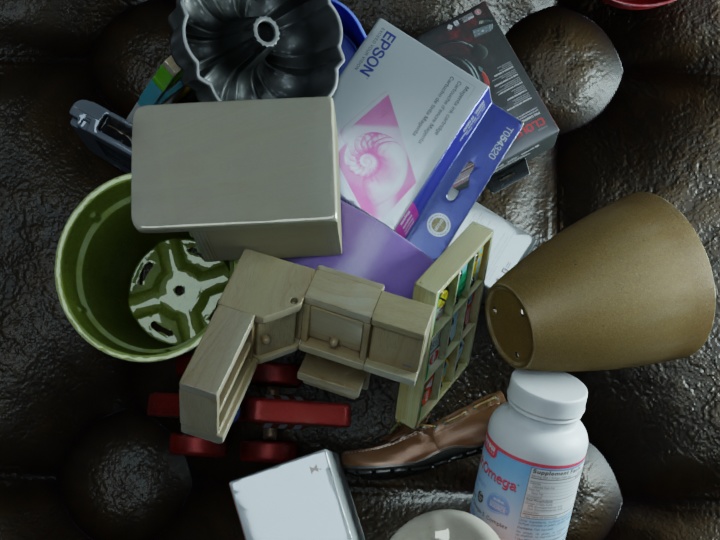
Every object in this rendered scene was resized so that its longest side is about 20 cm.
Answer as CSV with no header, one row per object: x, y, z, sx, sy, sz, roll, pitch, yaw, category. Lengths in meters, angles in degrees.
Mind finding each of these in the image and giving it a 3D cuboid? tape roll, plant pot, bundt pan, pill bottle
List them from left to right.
-0.216,0.010,1.343,0.198,0.184,0.203,-1,80,3,plant pot
-0.118,-0.243,1.277,0.200,0.075,0.205,6,80,-36,bundt pan
0.000,0.000,1.325,0.199,0.200,0.085,32,83,8,tape roll
0.181,0.210,1.288,0.107,0.109,0.202,11,110,5,pill bottle
0.240,0.032,1.281,0.198,0.186,0.188,-17,79,-24,plant pot

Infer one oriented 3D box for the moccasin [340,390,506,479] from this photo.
0.073,0.183,1.355,0.199,0.074,0.079,-18,74,1,moccasin

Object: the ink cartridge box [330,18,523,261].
0.050,-0.142,1.313,0.199,0.043,0.197,32,79,6,ink cartridge box

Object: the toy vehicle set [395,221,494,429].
0.088,0.060,1.280,0.026,0.201,0.124,26,46,21,toy vehicle set

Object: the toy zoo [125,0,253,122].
-0.204,-0.224,1.383,0.020,0.200,0.131,47,60,-5,toy zoo

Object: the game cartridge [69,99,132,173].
-0.234,-0.121,1.390,0.199,0.133,0.042,29,84,6,game cartridge

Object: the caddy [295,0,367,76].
-0.047,-0.219,1.392,0.140,0.105,0.201,-29,80,-3,caddy

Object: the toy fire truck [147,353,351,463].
-0.124,0.150,1.310,0.198,0.168,0.114,8,80,-19,toy fire truck

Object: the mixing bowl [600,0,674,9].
0.322,-0.388,1.418,0.198,0.108,0.203,0,81,2,mixing bowl

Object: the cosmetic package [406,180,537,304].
0.093,-0.045,1.373,0.199,0.113,0.082,34,82,6,cosmetic package

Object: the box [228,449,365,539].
-0.056,0.280,1.282,0.105,0.200,0.154,-18,79,0,box

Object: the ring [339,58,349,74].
-0.081,-0.179,1.451,0.198,0.019,0.203,0,80,2,ring

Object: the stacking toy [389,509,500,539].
0.113,0.348,1.271,0.145,0.200,0.148,-12,58,20,stacking toy

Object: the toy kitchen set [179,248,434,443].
-0.052,0.118,1.187,0.198,0.164,0.181,16,49,8,toy kitchen set

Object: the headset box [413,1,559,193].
0.129,-0.186,1.411,0.148,0.075,0.201,-27,80,-2,headset box

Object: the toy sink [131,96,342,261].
-0.120,-0.086,1.204,0.197,0.112,0.132,-3,72,0,toy sink
